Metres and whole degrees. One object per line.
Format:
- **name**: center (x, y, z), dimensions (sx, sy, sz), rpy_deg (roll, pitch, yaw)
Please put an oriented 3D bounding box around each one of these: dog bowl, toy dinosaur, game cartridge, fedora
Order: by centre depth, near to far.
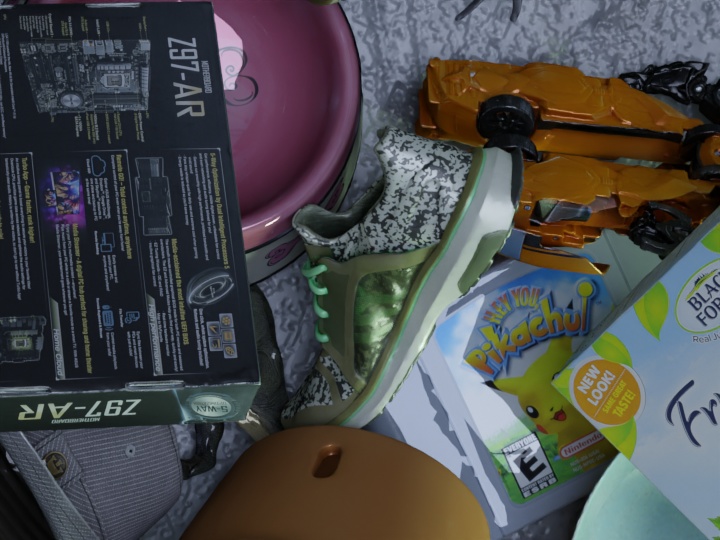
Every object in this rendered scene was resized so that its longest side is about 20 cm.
- **fedora**: center (-0.155, 0.067, 1.392), dimensions (0.090, 0.177, 0.200), rpy_deg (-36, 95, -20)
- **dog bowl**: center (-0.088, -0.089, 1.426), dimensions (0.200, 0.074, 0.201), rpy_deg (2, 79, -13)
- **toy dinosaur**: center (-0.072, 0.062, 1.472), dimensions (0.088, 0.047, 0.200), rpy_deg (-23, 101, -17)
- **game cartridge**: center (0.096, 0.055, 1.513), dimensions (0.200, 0.040, 0.134), rpy_deg (-27, 94, -10)

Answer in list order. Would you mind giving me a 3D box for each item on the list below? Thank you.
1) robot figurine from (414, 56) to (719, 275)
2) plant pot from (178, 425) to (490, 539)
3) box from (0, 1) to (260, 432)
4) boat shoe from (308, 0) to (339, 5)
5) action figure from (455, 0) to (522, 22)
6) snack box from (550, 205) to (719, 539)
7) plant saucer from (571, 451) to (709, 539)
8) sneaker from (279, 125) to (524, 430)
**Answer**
- **robot figurine**: center (0.129, -0.051, 1.480), dimensions (0.200, 0.058, 0.145), rpy_deg (8, 50, -9)
- **plant pot**: center (-0.016, 0.172, 1.414), dimensions (0.200, 0.200, 0.140), rpy_deg (30, 47, -12)
- **box**: center (-0.137, -0.027, 1.316), dimensions (0.160, 0.044, 0.200), rpy_deg (-3, 65, -14)
- **boat shoe**: center (-0.025, -0.215, 1.416), dimensions (0.066, 0.072, 0.201), rpy_deg (-4, 53, -29)
- **action figure**: center (0.078, -0.229, 1.462), dimensions (0.119, 0.102, 0.200), rpy_deg (-2, 92, -24)
- **snack box**: center (0.219, 0.042, 1.380), dimensions (0.169, 0.068, 0.200), rpy_deg (45, 121, 0)
- **plant saucer**: center (0.171, 0.157, 1.510), dimensions (0.201, 0.039, 0.201), rpy_deg (-9, 105, -36)
- **sneaker**: center (0.000, 0.000, 1.414), dimensions (0.089, 0.077, 0.200), rpy_deg (28, 121, -10)
